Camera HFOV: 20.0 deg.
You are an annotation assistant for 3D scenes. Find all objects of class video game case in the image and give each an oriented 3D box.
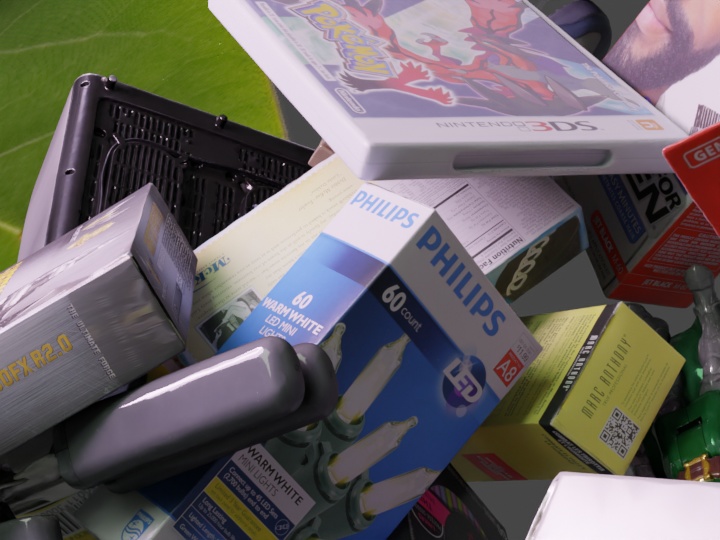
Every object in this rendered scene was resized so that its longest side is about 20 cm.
[{"bbox_3d":[0.041,-0.101,1.028,0.200,0.181,0.023,50,135,50],"label":"video game case"}]

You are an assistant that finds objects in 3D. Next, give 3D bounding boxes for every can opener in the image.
[{"bbox_3d":[-0.097,0.089,0.843,0.199,0.053,0.067,-22,72,26],"label":"can opener"}]

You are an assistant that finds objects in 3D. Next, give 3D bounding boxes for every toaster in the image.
[{"bbox_3d":[-0.102,0.008,1.173,0.201,0.180,0.119,-89,23,-45],"label":"toaster"}]

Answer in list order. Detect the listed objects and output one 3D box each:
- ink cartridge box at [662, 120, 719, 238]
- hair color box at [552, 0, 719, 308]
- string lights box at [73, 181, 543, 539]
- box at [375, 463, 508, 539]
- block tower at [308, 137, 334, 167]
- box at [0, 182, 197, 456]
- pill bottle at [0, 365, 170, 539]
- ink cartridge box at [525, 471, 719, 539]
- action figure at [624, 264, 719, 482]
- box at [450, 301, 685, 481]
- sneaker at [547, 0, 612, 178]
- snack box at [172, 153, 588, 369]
[{"bbox_3d":[0.259,-0.025,0.899,0.199,0.174,0.044,-26,39,21],"label":"ink cartridge box"},{"bbox_3d":[0.181,-0.086,1.033,0.200,0.064,0.111,-52,45,37],"label":"hair color box"},{"bbox_3d":[-0.021,0.071,0.909,0.200,0.103,0.059,-49,35,-12],"label":"string lights box"},{"bbox_3d":[0.012,0.182,0.956,0.106,0.122,0.201,-28,39,16],"label":"box"},{"bbox_3d":[0.032,-0.120,1.255,0.054,0.058,0.200,-51,9,39],"label":"block tower"},{"bbox_3d":[-0.152,0.033,0.910,0.158,0.049,0.200,-31,11,3],"label":"box"},{"bbox_3d":[-0.112,0.120,1.068,0.114,0.200,0.115,-24,40,22],"label":"pill bottle"},{"bbox_3d":[0.163,0.165,0.769,0.147,0.200,0.086,-1,52,41],"label":"ink cartridge box"},{"bbox_3d":[0.164,0.085,0.975,0.118,0.055,0.201,-33,35,24],"label":"action figure"},{"bbox_3d":[0.073,0.066,1.032,0.200,0.050,0.076,-13,41,59],"label":"box"},{"bbox_3d":[0.103,-0.071,1.197,0.082,0.070,0.200,29,70,26],"label":"sneaker"},{"bbox_3d":[0.000,0.000,1.013,0.199,0.037,0.116,-35,55,-11],"label":"snack box"}]
